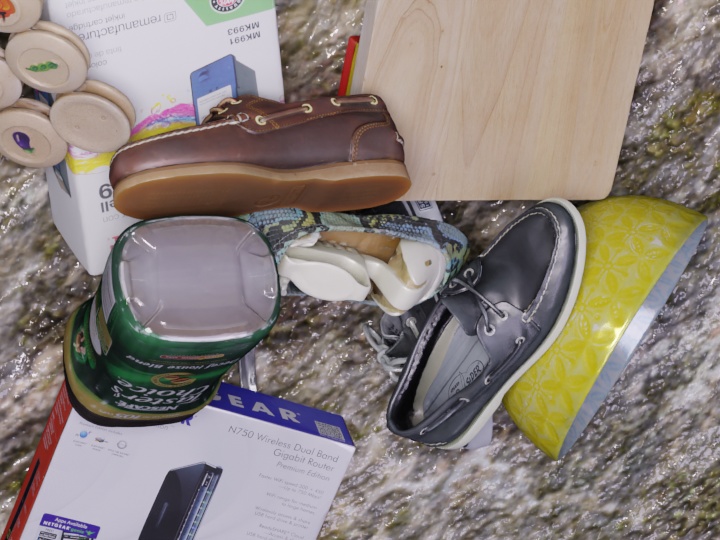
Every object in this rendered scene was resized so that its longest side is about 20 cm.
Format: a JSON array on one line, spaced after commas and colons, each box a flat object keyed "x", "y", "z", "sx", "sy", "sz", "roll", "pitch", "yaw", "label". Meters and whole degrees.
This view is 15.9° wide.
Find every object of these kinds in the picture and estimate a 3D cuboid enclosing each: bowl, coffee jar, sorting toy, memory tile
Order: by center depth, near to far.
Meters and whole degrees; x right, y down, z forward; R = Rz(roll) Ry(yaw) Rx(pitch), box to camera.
[{"x": -0.245, "y": -0.110, "z": 1.531, "sx": 0.200, "sy": 0.017, "sz": 0.153, "roll": -11, "pitch": 135, "yaw": 28, "label": "memory tile"}, {"x": -0.123, "y": 0.036, "z": 1.605, "sx": 0.104, "sy": 0.086, "sz": 0.200, "roll": -2, "pitch": 162, "yaw": -18, "label": "coffee jar"}, {"x": 0.083, "y": -0.151, "z": 1.697, "sx": 0.198, "sy": 0.070, "sz": 0.200, "roll": -1, "pitch": 117, "yaw": -24, "label": "sorting toy"}, {"x": 0.143, "y": 0.021, "z": 1.782, "sx": 0.108, "sy": 0.200, "sz": 0.200, "roll": 31, "pitch": 105, "yaw": 10, "label": "bowl"}]

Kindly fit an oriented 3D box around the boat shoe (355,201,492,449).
[{"x": 0.040, "y": 0.042, "z": 1.782, "sx": 0.068, "sy": 0.074, "sz": 0.200, "roll": -20, "pitch": 121, "yaw": -9, "label": "boat shoe"}]

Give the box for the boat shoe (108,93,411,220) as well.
[{"x": -0.065, "y": -0.072, "z": 1.576, "sx": 0.200, "sy": 0.071, "sz": 0.070, "roll": -3, "pitch": 159, "yaw": -32, "label": "boat shoe"}]

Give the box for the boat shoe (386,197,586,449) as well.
[{"x": 0.076, "y": 0.036, "z": 1.695, "sx": 0.066, "sy": 0.075, "sz": 0.200, "roll": 3, "pitch": 132, "yaw": -45, "label": "boat shoe"}]

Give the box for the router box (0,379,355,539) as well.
[{"x": -0.129, "y": 0.160, "z": 1.766, "sx": 0.200, "sy": 0.049, "sz": 0.180, "roll": 16, "pitch": 110, "yaw": -19, "label": "router box"}]

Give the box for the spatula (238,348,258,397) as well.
[{"x": -0.077, "y": 0.054, "z": 1.767, "sx": 0.056, "sy": 0.021, "sz": 0.200, "roll": -6, "pitch": 118, "yaw": -15, "label": "spatula"}]

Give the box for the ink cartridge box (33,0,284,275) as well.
[{"x": -0.126, "y": -0.115, "z": 1.613, "sx": 0.145, "sy": 0.088, "sz": 0.200, "roll": -15, "pitch": 124, "yaw": -17, "label": "ink cartridge box"}]

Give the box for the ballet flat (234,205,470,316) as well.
[{"x": 0.000, "y": 0.000, "z": 1.657, "sx": 0.200, "sy": 0.074, "sz": 0.074, "roll": 5, "pitch": 115, "yaw": -37, "label": "ballet flat"}]
